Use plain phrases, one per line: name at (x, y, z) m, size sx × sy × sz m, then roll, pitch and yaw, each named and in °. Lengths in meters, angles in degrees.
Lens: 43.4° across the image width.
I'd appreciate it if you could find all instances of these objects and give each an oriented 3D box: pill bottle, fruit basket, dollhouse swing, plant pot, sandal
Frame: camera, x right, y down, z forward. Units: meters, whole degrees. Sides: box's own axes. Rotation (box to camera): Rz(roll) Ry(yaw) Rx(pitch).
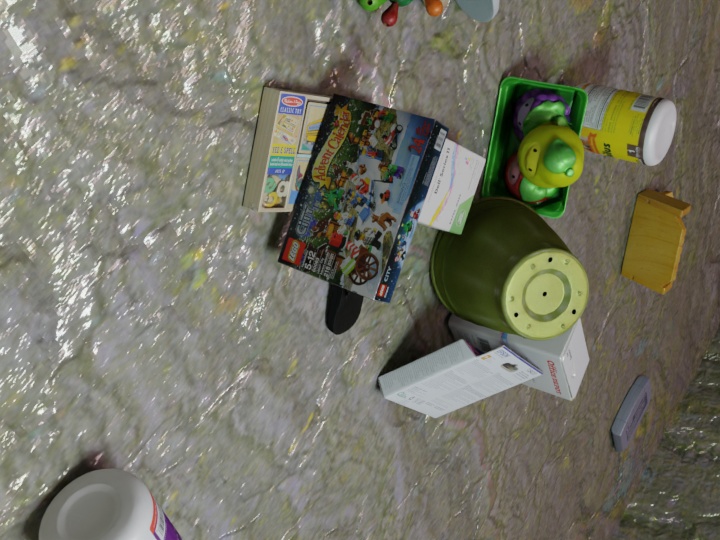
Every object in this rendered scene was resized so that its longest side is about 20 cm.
pill bottle at (0.408, -0.246, 1.497) m, size 0.109 × 0.199 × 0.110 m, roll -32°, pitch 132°, yaw -44°
fruit basket at (0.267, -0.180, 1.363) m, size 0.216 × 0.155 × 0.217 m, roll 14°, pitch 90°, yaw -72°
dollhouse swing at (0.717, -0.075, 2.099) m, size 0.175 × 0.182 × 0.201 m, roll -8°, pitch 115°, yaw -32°
plant pot at (0.225, 0.011, 1.296) m, size 0.199 × 0.193 × 0.201 m, roll -4°, pitch 106°, yaw -14°
sandal at (0.000, 0.000, 1.147) m, size 0.075 × 0.045 × 0.201 m, roll -24°, pitch 133°, yaw -42°
pill bottle at (-0.235, 0.298, 0.919) m, size 0.113 × 0.112 × 0.200 m, roll -49°, pitch 142°, yaw -30°

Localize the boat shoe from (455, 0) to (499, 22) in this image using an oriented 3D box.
boat shoe at (0.152, -0.416, 1.140) m, size 0.091 × 0.071 × 0.201 m, roll -51°, pitch 142°, yaw -20°

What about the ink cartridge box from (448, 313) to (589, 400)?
ink cartridge box at (0.260, 0.117, 1.473) m, size 0.084 × 0.199 × 0.145 m, roll -59°, pitch 147°, yaw -23°

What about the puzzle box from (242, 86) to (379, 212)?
puzzle box at (-0.049, -0.135, 1.040) m, size 0.200 × 0.025 × 0.134 m, roll -8°, pitch 113°, yaw -55°

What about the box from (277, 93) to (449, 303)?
box at (0.001, -0.081, 0.991) m, size 0.038 × 0.136 × 0.201 m, roll 15°, pitch 95°, yaw -59°

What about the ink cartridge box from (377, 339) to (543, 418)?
ink cartridge box at (0.156, 0.159, 1.377) m, size 0.196 × 0.199 × 0.043 m, roll 33°, pitch 34°, yaw -57°

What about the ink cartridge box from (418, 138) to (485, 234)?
ink cartridge box at (0.083, -0.122, 1.204) m, size 0.200 × 0.067 × 0.118 m, roll 10°, pitch 99°, yaw -58°

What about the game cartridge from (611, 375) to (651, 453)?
game cartridge at (0.757, 0.398, 2.530) m, size 0.200 × 0.041 × 0.133 m, roll -54°, pitch 148°, yaw -23°

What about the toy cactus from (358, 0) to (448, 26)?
toy cactus at (0.095, -0.344, 1.057) m, size 0.200 × 0.102 × 0.165 m, roll -40°, pitch 172°, yaw 0°
